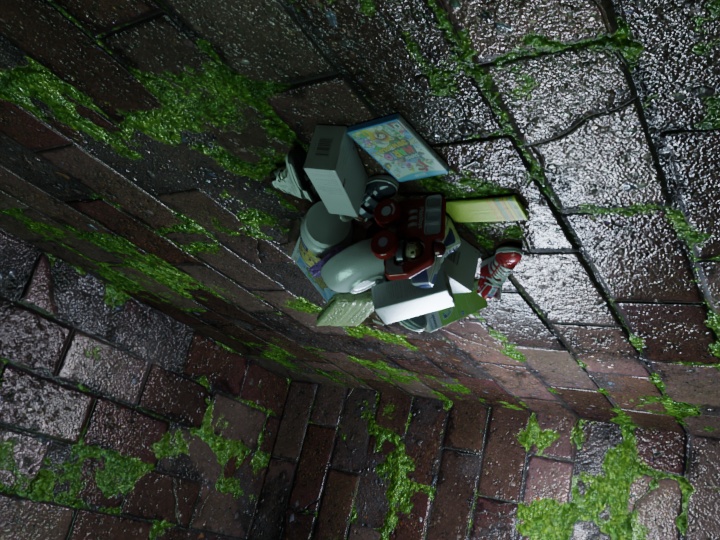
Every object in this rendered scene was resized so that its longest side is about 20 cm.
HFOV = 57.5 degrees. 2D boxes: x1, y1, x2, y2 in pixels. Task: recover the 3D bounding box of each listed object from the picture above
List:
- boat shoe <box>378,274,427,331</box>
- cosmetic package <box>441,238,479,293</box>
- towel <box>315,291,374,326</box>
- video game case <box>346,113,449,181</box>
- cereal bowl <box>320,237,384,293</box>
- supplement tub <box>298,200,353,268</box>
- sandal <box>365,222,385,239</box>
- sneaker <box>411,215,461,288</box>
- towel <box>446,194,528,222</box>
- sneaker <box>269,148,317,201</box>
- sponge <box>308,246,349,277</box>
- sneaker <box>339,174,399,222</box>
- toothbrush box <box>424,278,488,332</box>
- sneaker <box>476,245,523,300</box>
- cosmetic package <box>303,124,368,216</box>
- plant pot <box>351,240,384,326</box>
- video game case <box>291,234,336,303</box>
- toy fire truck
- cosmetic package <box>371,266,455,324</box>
[{"bbox_3d":[0.115,0.084,1.768,0.200,0.073,0.062,47,144,-7],"label":"boat shoe"},{"bbox_3d":[0.180,-0.027,1.774,0.197,0.126,0.197,30,157,-34],"label":"cosmetic package"},{"bbox_3d":[-0.037,0.107,1.803,0.144,0.038,0.200,0,155,-22],"label":"towel"},{"bbox_3d":[0.082,-0.257,1.402,0.140,0.018,0.199,-4,152,41],"label":"video game case"},{"bbox_3d":[0.000,0.000,1.676,0.195,0.085,0.201,-24,166,-6],"label":"cereal bowl"},{"bbox_3d":[-0.094,-0.091,1.777,0.141,0.150,0.201,16,160,-2],"label":"supplement tub"},{"bbox_3d":[0.079,-0.102,1.720,0.042,0.078,0.197,28,157,-37],"label":"sandal"},{"bbox_3d":[0.195,-0.053,1.604,0.113,0.206,0.079,19,167,-41],"label":"sneaker"},{"bbox_3d":[0.290,-0.145,1.542,0.196,0.018,0.086,1,149,38],"label":"towel"},{"bbox_3d":[-0.177,-0.229,1.585,0.112,0.078,0.201,9,161,12],"label":"sneaker"},{"bbox_3d":[-0.040,-0.025,1.748,0.111,0.030,0.198,-37,162,30],"label":"sponge"},{"bbox_3d":[0.019,-0.167,1.597,0.077,0.082,0.198,27,155,-28],"label":"sneaker"},{"bbox_3d":[0.246,0.096,1.896,0.195,0.089,0.145,-21,-173,-16],"label":"toothbrush box"},{"bbox_3d":[0.368,0.012,1.744,0.069,0.116,0.200,17,160,-8],"label":"sneaker"},{"bbox_3d":[-0.051,-0.219,1.467,0.079,0.116,0.201,7,160,20],"label":"cosmetic package"},{"bbox_3d":[0.029,0.047,1.965,0.194,0.204,0.201,13,161,5],"label":"plant pot"},{"bbox_3d":[-0.123,-0.016,1.956,0.201,0.022,0.183,50,147,12],"label":"video game case"},{"bbox_3d":[0.120,-0.080,1.533,0.163,0.206,0.112,-7,151,23],"label":"toy fire truck"},{"bbox_3d":[0.134,0.065,1.672,0.194,0.076,0.102,-17,150,12],"label":"cosmetic package"}]
